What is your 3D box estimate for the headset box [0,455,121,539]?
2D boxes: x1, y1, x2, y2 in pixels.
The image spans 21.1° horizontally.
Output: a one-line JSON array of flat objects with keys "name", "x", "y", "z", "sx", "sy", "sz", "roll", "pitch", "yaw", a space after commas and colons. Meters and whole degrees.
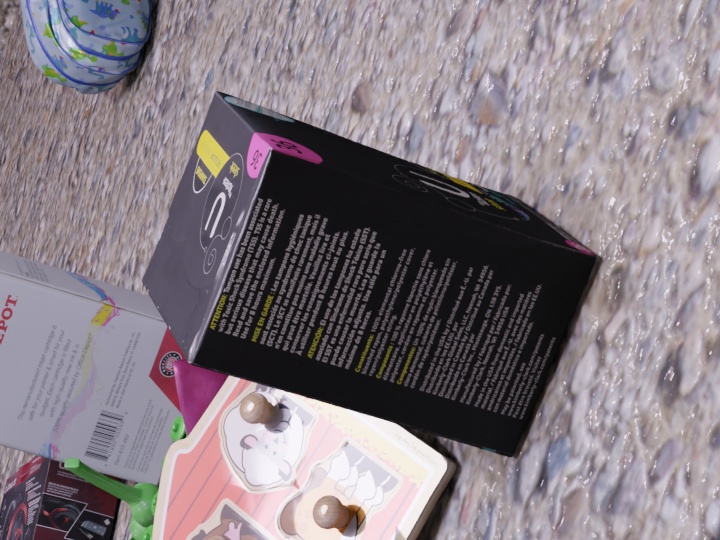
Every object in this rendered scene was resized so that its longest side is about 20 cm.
[{"name": "headset box", "x": -0.287, "y": 0.257, "z": 1.768, "sx": 0.149, "sy": 0.075, "sz": 0.201, "roll": -36, "pitch": 41, "yaw": 57}]

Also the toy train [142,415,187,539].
[{"name": "toy train", "x": -0.141, "y": 0.204, "z": 1.502, "sx": 0.056, "sy": 0.042, "sz": 0.201, "roll": -4, "pitch": 69, "yaw": 57}]

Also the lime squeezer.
[{"name": "lime squeezer", "x": -0.192, "y": 0.207, "z": 1.596, "sx": 0.200, "sy": 0.070, "sz": 0.038, "roll": 86, "pitch": 170, "yaw": -59}]

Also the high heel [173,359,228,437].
[{"name": "high heel", "x": -0.125, "y": 0.162, "z": 1.411, "sx": 0.200, "sy": 0.096, "sz": 0.067, "roll": -66, "pitch": 22, "yaw": 15}]

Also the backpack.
[{"name": "backpack", "x": -0.310, "y": -0.301, "z": 2.186, "sx": 0.154, "sy": 0.163, "sz": 0.201, "roll": -10, "pitch": 69, "yaw": 50}]

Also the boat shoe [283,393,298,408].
[{"name": "boat shoe", "x": 0.014, "y": 0.022, "z": 1.250, "sx": 0.067, "sy": 0.072, "sz": 0.201, "roll": 5, "pitch": 67, "yaw": 32}]

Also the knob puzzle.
[{"name": "knob puzzle", "x": -0.061, "y": 0.157, "z": 1.175, "sx": 0.219, "sy": 0.030, "sz": 0.220, "roll": -12, "pitch": 67, "yaw": 29}]

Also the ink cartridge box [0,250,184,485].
[{"name": "ink cartridge box", "x": -0.246, "y": 0.081, "z": 1.635, "sx": 0.146, "sy": 0.199, "sz": 0.083, "roll": -68, "pitch": 21, "yaw": 10}]

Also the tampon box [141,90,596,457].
[{"name": "tampon box", "x": 0.000, "y": 0.000, "z": 1.086, "sx": 0.127, "sy": 0.199, "sz": 0.150, "roll": -68, "pitch": 22, "yaw": 10}]
